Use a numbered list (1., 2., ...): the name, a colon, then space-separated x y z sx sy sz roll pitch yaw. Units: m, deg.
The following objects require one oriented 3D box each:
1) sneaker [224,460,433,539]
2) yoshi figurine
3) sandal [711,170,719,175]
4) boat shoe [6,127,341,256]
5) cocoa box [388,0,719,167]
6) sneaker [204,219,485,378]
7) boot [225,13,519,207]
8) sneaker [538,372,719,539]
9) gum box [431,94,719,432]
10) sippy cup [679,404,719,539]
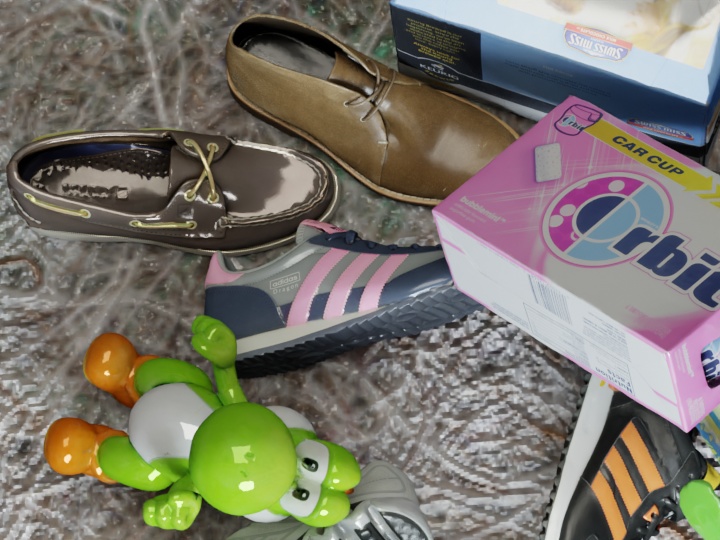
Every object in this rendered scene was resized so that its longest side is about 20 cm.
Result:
1. sneaker: -0.050 0.174 1.701 0.199 0.075 0.081 -25 31 10
2. yoshi figurine: -0.094 0.093 1.668 0.200 0.113 0.112 15 32 38
3. sandal: 0.158 -0.014 1.745 0.200 0.057 0.080 -3 79 19
4. boat shoe: -0.113 -0.052 1.769 0.199 0.060 0.072 2 74 5
5. cocoa box: 0.131 -0.163 1.746 0.199 0.131 0.134 19 76 9
6. sneaker: 0.000 0.000 1.731 0.199 0.070 0.082 -16 73 8
7. boot: 0.007 -0.096 1.767 0.199 0.075 0.074 23 75 9
8. sneaker: 0.158 0.128 1.692 0.090 0.070 0.201 13 73 11
9. gum box: 0.150 -0.005 1.614 0.113 0.066 0.200 -39 47 -20
10. sippy cup: 0.250 0.081 1.651 0.140 0.178 0.130 -42 89 22
